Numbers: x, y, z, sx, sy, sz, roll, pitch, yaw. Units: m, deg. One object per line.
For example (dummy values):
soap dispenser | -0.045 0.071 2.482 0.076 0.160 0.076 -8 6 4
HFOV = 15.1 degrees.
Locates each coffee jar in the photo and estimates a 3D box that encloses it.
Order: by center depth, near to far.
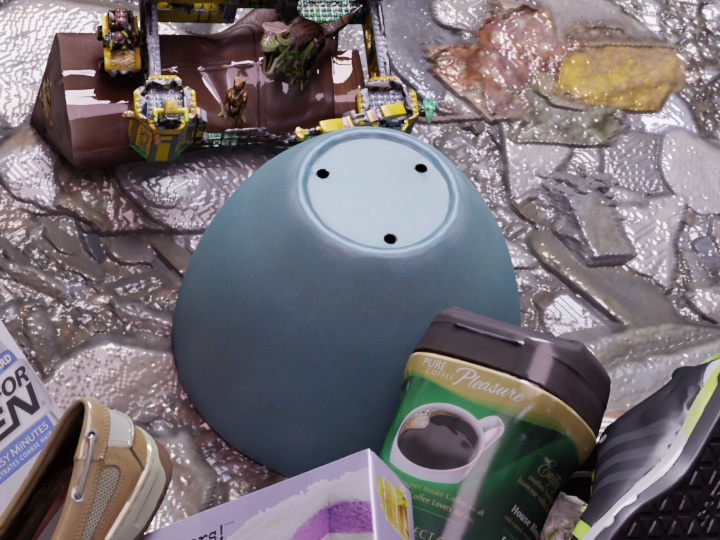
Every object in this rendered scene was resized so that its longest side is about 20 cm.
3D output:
coffee jar | 0.048 0.119 1.395 0.104 0.085 0.201 16 71 34

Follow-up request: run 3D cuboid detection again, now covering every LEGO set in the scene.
LEGO set | -0.049 -0.143 1.562 0.199 0.116 0.155 6 64 -7

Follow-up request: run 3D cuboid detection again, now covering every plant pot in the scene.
plant pot | 0.000 0.000 1.503 0.199 0.135 0.201 5 50 -6

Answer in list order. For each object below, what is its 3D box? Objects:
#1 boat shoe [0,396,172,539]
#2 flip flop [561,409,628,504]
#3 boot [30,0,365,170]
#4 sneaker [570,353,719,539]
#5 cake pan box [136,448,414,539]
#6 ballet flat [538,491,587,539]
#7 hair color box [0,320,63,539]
boat shoe | -0.172 0.154 1.342 0.071 0.076 0.201 10 67 41
flip flop | 0.147 0.107 1.489 0.199 0.081 0.058 6 35 1
boot | -0.107 -0.145 1.655 0.199 0.064 0.187 -7 54 -10
sneaker | 0.149 0.118 1.396 0.083 0.072 0.200 0 39 51
cake pan box | -0.063 0.201 1.319 0.199 0.052 0.185 -21 46 22
ballet flat | 0.103 0.198 1.401 0.064 0.076 0.201 19 52 -11
hair color box | -0.235 0.057 1.390 0.111 0.064 0.201 -41 104 -34
